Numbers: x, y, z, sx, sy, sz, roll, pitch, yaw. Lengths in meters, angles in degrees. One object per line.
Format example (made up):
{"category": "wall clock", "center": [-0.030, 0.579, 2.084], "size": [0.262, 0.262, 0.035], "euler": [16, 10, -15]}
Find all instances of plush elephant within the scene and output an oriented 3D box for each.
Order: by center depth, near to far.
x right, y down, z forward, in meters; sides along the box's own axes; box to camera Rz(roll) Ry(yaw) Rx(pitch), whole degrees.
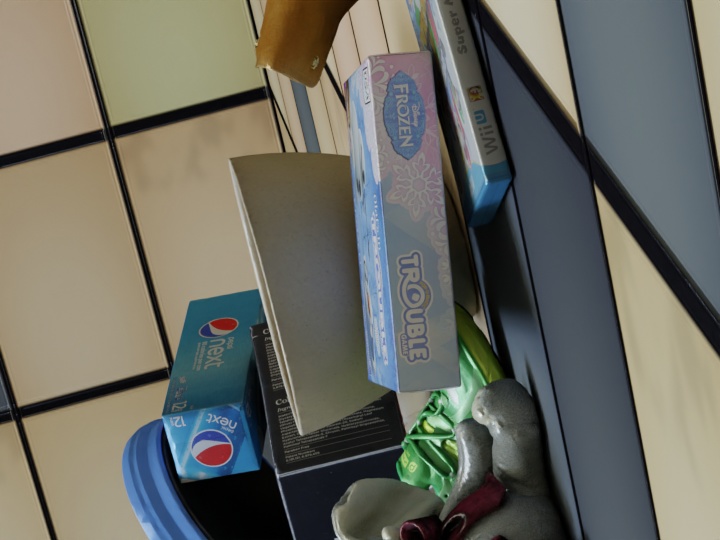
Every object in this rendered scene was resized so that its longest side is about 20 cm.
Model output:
{"category": "plush elephant", "center": [0.053, 0.186, 1.611], "size": [0.200, 0.154, 0.165], "euler": [84, 170, -64]}

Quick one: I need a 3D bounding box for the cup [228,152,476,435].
{"category": "cup", "center": [0.000, 0.000, 1.778], "size": [0.200, 0.143, 0.201], "euler": [165, 90, -87]}

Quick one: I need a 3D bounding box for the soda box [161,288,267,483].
{"category": "soda box", "center": [-0.110, 0.090, 2.045], "size": [0.200, 0.067, 0.064], "euler": [-84, -18, -63]}

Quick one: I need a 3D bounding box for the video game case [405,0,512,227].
{"category": "video game case", "center": [0.049, -0.134, 1.491], "size": [0.143, 0.018, 0.201], "euler": [104, 151, -81]}

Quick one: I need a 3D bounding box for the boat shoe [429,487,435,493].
{"category": "boat shoe", "center": [0.086, 0.284, 2.172], "size": [0.060, 0.071, 0.201], "euler": [51, -153, -85]}

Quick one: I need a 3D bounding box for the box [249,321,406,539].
{"category": "box", "center": [-0.009, 0.160, 1.984], "size": [0.182, 0.104, 0.201], "euler": [-105, 1, -51]}

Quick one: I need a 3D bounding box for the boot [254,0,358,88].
{"category": "boot", "center": [-0.029, -0.192, 1.569], "size": [0.201, 0.070, 0.145], "euler": [50, -120, -77]}

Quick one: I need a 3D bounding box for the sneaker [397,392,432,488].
{"category": "sneaker", "center": [0.050, 0.144, 2.280], "size": [0.087, 0.074, 0.200], "euler": [58, 174, 33]}

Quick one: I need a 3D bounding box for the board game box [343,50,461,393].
{"category": "board game box", "center": [0.023, -0.028, 1.581], "size": [0.199, 0.043, 0.201], "euler": [170, 94, -84]}

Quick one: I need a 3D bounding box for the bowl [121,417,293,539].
{"category": "bowl", "center": [-0.107, 0.198, 2.046], "size": [0.201, 0.039, 0.201], "euler": [42, -158, -21]}

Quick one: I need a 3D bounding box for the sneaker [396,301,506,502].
{"category": "sneaker", "center": [0.065, 0.117, 1.711], "size": [0.074, 0.083, 0.201], "euler": [-114, 14, -65]}
